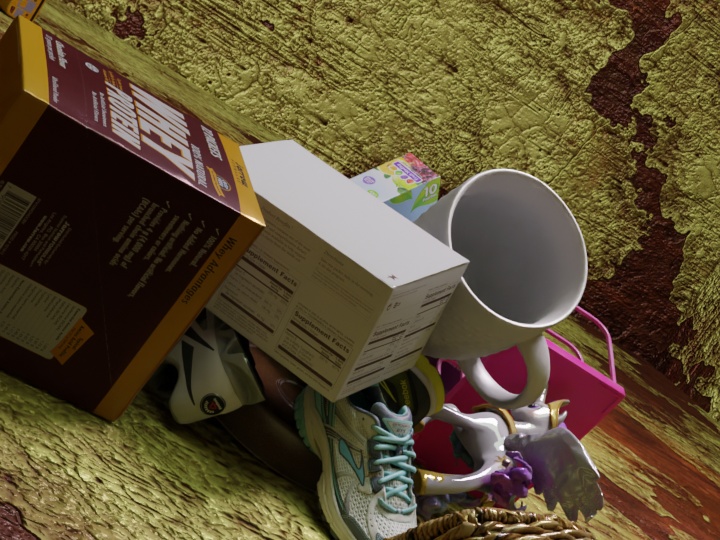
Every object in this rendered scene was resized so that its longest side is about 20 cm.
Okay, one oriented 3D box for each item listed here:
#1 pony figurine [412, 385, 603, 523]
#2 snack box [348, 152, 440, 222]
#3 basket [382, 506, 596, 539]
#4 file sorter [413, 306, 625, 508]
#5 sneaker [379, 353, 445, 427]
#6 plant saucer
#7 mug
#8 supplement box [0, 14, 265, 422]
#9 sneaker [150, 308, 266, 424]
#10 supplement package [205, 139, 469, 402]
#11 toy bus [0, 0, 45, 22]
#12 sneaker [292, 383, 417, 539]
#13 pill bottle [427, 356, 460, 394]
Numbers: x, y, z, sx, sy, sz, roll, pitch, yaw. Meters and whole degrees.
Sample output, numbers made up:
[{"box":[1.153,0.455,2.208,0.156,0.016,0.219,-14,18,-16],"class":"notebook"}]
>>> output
[{"box":[0.130,0.184,1.445,0.198,0.167,0.194,3,49,-23],"class":"pony figurine"},{"box":[0.000,0.000,1.490,0.142,0.201,0.053,-27,50,-32],"class":"snack box"},{"box":[0.100,0.226,1.107,0.199,0.143,0.149,26,12,-47],"class":"basket"},{"box":[0.156,0.122,1.618,0.138,0.200,0.126,32,31,-16],"class":"file sorter"},{"box":[-0.020,0.079,1.391,0.199,0.075,0.085,29,39,20],"class":"sneaker"},{"box":[-0.059,0.125,1.372,0.200,0.032,0.200,35,15,-11],"class":"plant saucer"},{"box":[0.109,0.031,1.404,0.147,0.175,0.201,-21,83,-33],"class":"mug"},{"box":[-0.212,-0.035,1.126,0.199,0.198,0.133,30,19,-28],"class":"supplement box"},{"box":[-0.138,0.062,1.289,0.200,0.088,0.074,-114,178,-67],"class":"sneaker"},{"box":[-0.040,-0.007,1.268,0.199,0.111,0.155,36,22,18],"class":"supplement package"},{"box":[-0.628,-0.506,2.745,0.078,0.065,0.200,23,14,-47],"class":"toy bus"},{"box":[0.008,0.154,1.254,0.077,0.086,0.201,17,36,-44],"class":"sneaker"},{"box":[0.129,0.090,1.812,0.112,0.201,0.112,33,8,-5],"class":"pill bottle"}]
